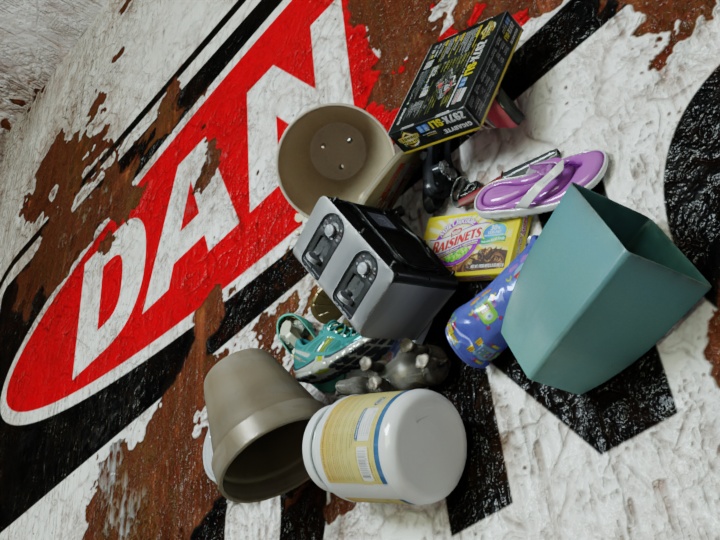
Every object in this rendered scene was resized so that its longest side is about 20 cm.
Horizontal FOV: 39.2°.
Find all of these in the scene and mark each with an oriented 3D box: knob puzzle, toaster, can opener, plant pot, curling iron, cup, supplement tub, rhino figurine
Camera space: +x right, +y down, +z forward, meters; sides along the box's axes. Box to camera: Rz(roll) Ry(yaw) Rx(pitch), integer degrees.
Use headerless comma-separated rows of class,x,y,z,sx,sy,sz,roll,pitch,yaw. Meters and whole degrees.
knob puzzle,0.025,-0.120,1.563,0.220,0.030,0.220,-53,-11,-14
toaster,0.025,-0.005,1.428,0.181,0.199,0.119,49,115,31
can opener,0.117,-0.188,1.575,0.078,0.063,0.202,-28,48,42
plant pot,0.265,0.036,1.169,0.201,0.140,0.142,-57,33,23
curling iron,0.203,-0.136,1.456,0.199,0.025,0.050,-22,55,45
cup,-0.038,-0.190,1.705,0.201,0.199,0.143,-54,9,14
supplement tub,0.028,0.236,1.347,0.199,0.144,0.146,-12,59,49
plant pot,-0.152,0.218,1.521,0.200,0.199,0.174,-48,54,22
rhino figurine,0.041,0.152,1.424,0.199,0.087,0.060,-25,59,34

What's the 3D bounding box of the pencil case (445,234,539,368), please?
pencil case,0.196,0.037,1.306,0.200,0.078,0.087,-47,67,24

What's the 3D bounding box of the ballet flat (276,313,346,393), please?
ballet flat,-0.091,0.131,1.645,0.068,0.070,0.200,-55,35,9

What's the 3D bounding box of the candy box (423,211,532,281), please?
candy box,0.159,-0.035,1.453,0.199,0.026,0.103,-5,62,52

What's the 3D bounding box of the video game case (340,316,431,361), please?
video game case,0.037,0.077,1.553,0.199,0.018,0.144,22,87,56

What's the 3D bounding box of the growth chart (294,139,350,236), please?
growth chart,-0.061,-0.161,1.843,0.144,0.018,0.202,-7,64,53

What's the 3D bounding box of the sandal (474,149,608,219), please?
sandal,0.234,-0.116,1.354,0.201,0.050,0.083,-20,45,34

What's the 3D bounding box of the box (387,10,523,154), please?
box,0.139,-0.275,1.484,0.159,0.049,0.201,-12,44,47

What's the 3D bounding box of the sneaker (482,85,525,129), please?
sneaker,0.175,-0.232,1.508,0.087,0.074,0.200,-46,27,1

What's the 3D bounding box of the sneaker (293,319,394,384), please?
sneaker,-0.034,0.112,1.523,0.199,0.077,0.081,-23,66,38

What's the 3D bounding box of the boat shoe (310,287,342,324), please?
boat shoe,0.000,0.000,1.575,0.200,0.073,0.065,-43,-3,5

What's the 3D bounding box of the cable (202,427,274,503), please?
cable,-0.185,0.269,1.684,0.199,0.069,0.202,-30,46,41
